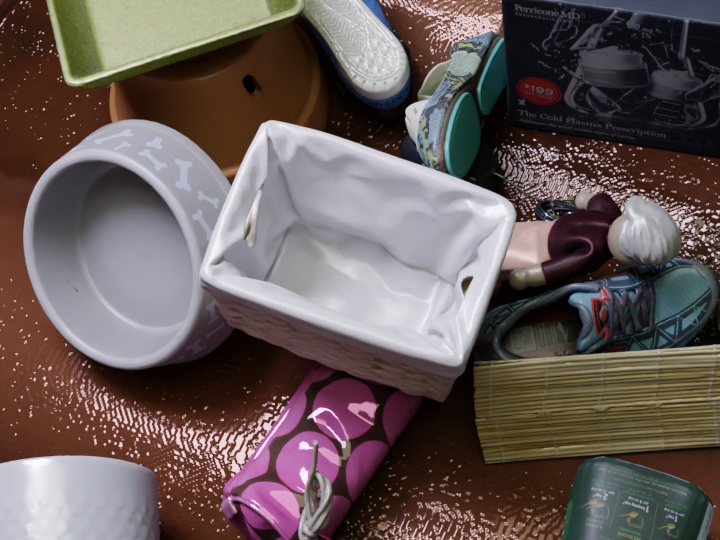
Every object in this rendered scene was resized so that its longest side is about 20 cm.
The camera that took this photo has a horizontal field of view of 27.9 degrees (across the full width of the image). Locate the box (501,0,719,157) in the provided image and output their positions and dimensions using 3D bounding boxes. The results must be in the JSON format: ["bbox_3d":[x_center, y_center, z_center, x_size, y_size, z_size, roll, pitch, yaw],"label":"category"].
[{"bbox_3d":[0.222,-0.197,1.193,0.197,0.183,0.105,10,63,14],"label":"box"}]

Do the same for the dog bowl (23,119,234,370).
[{"bbox_3d":[-0.183,-0.014,1.148,0.198,0.202,0.059,24,26,20],"label":"dog bowl"}]

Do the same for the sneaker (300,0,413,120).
[{"bbox_3d":[-0.015,-0.223,1.279,0.076,0.111,0.201,-32,74,-2],"label":"sneaker"}]

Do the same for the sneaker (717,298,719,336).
[{"bbox_3d":[0.325,0.092,1.084,0.082,0.071,0.202,-13,57,8],"label":"sneaker"}]

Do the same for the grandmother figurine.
[{"bbox_3d":[0.160,-0.021,1.125,0.198,0.061,0.122,-5,43,44],"label":"grandmother figurine"}]

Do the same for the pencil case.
[{"bbox_3d":[-0.026,0.126,1.108,0.093,0.091,0.201,40,67,-12],"label":"pencil case"}]

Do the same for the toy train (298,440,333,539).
[{"bbox_3d":[0.005,0.222,1.004,0.114,0.203,0.085,12,20,2],"label":"toy train"}]

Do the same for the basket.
[{"bbox_3d":[0.000,0.000,1.052,0.197,0.124,0.137,19,70,8],"label":"basket"}]

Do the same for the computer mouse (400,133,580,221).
[{"bbox_3d":[0.122,-0.067,1.227,0.198,0.034,0.059,28,42,16],"label":"computer mouse"}]

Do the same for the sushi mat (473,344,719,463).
[{"bbox_3d":[0.184,0.101,1.091,0.197,0.097,0.012,-5,35,5],"label":"sushi mat"}]

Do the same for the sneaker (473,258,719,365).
[{"bbox_3d":[0.185,0.043,1.110,0.197,0.096,0.080,-18,85,2],"label":"sneaker"}]

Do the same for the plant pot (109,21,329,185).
[{"bbox_3d":[-0.134,-0.177,1.258,0.197,0.141,0.203,-4,62,6],"label":"plant pot"}]

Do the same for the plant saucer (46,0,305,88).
[{"bbox_3d":[-0.159,-0.243,1.190,0.197,0.048,0.202,-18,61,-2],"label":"plant saucer"}]

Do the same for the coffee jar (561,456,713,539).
[{"bbox_3d":[0.175,0.241,1.015,0.103,0.086,0.202,16,64,13],"label":"coffee jar"}]

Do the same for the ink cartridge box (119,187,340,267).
[{"bbox_3d":[-0.104,-0.008,1.185,0.198,0.095,0.037,24,57,19],"label":"ink cartridge box"}]

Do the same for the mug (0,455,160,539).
[{"bbox_3d":[-0.235,0.247,1.052,0.198,0.147,0.178,-20,63,32],"label":"mug"}]

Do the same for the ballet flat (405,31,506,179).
[{"bbox_3d":[0.075,-0.135,1.226,0.073,0.075,0.201,14,38,15],"label":"ballet flat"}]
